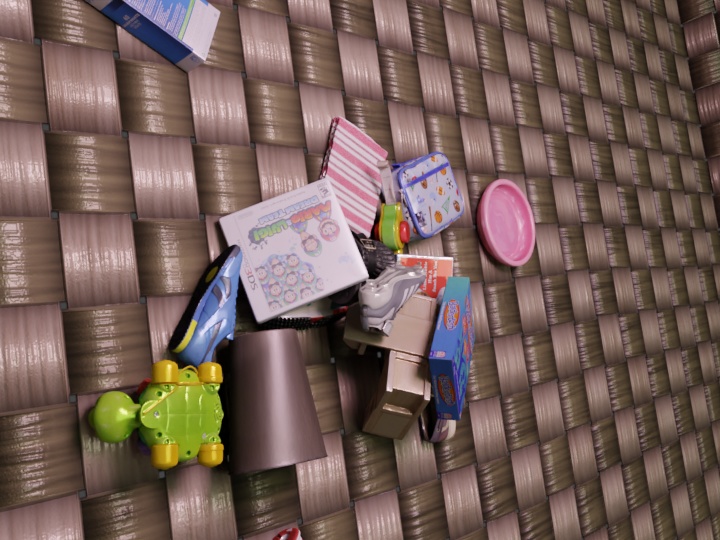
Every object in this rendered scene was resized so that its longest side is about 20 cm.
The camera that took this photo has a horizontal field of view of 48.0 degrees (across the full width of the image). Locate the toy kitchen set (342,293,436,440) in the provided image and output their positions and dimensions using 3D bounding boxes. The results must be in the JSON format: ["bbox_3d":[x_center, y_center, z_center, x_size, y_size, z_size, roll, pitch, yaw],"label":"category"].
[{"bbox_3d":[0.032,0.160,1.452,0.159,0.182,0.203,14,54,-7],"label":"toy kitchen set"}]

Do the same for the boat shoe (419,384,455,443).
[{"bbox_3d":[0.141,0.237,1.585,0.064,0.071,0.205,-6,90,-50],"label":"boat shoe"}]

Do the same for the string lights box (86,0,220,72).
[{"bbox_3d":[-0.324,-0.417,1.272,0.198,0.058,0.105,32,59,-36],"label":"string lights box"}]

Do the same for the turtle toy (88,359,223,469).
[{"bbox_3d":[-0.279,0.204,1.138,0.197,0.100,0.149,10,73,-43],"label":"turtle toy"}]

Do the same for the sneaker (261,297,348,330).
[{"bbox_3d":[-0.104,0.049,1.390,0.197,0.070,0.095,-4,68,-46],"label":"sneaker"}]

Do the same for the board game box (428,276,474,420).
[{"bbox_3d":[0.164,0.135,1.427,0.202,0.044,0.154,-71,157,-46],"label":"board game box"}]

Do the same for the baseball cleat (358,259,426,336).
[{"bbox_3d":[0.050,0.050,1.384,0.199,0.069,0.109,-20,119,-54],"label":"baseball cleat"}]

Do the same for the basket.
[{"bbox_3d":[-0.141,0.202,1.263,0.179,0.134,0.205,3,74,-53],"label":"basket"}]

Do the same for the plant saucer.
[{"bbox_3d":[0.332,-0.107,1.878,0.198,0.050,0.206,13,71,-42],"label":"plant saucer"}]

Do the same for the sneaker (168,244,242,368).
[{"bbox_3d":[-0.221,0.058,1.254,0.078,0.065,0.203,35,62,-25],"label":"sneaker"}]

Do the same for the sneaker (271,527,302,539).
[{"bbox_3d":[-0.123,0.511,1.242,0.117,0.077,0.201,56,49,-18],"label":"sneaker"}]

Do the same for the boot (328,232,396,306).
[{"bbox_3d":[0.001,-0.002,1.439,0.156,0.079,0.213,27,30,-37],"label":"boot"}]

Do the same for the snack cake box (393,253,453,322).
[{"bbox_3d":[0.110,0.073,1.530,0.112,0.067,0.205,3,90,-10],"label":"snack cake box"}]

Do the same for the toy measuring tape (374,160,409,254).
[{"bbox_3d":[0.055,-0.106,1.554,0.074,0.072,0.204,-43,132,-42],"label":"toy measuring tape"}]

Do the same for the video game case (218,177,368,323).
[{"bbox_3d":[-0.109,-0.035,1.319,0.196,0.024,0.185,-21,78,-10],"label":"video game case"}]

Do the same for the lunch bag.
[{"bbox_3d":[0.127,-0.155,1.659,0.199,0.075,0.163,-31,103,-49],"label":"lunch bag"}]

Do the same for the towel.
[{"bbox_3d":[-0.018,-0.177,1.555,0.145,0.030,0.204,30,62,-37],"label":"towel"}]
